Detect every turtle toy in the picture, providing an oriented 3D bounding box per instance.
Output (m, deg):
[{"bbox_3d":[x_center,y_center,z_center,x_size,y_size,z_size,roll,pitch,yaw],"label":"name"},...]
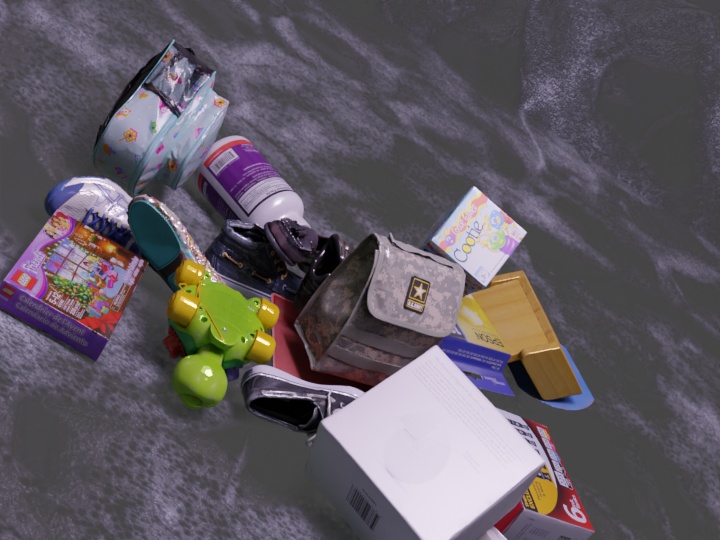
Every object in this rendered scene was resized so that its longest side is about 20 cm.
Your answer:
[{"bbox_3d":[-0.184,0.086,1.327,0.144,0.102,0.201,29,26,-16],"label":"turtle toy"}]

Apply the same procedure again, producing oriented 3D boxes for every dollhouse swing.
[{"bbox_3d":[0.247,0.132,1.849,0.183,0.174,0.201,56,10,-39],"label":"dollhouse swing"}]

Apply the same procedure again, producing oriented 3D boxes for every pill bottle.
[{"bbox_3d":[-0.165,-0.109,1.688,0.200,0.113,0.112,48,27,23],"label":"pill bottle"}]

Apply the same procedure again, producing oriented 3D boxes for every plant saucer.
[{"bbox_3d":[-0.046,0.137,1.501,0.198,0.037,0.201,27,25,-21],"label":"plant saucer"}]

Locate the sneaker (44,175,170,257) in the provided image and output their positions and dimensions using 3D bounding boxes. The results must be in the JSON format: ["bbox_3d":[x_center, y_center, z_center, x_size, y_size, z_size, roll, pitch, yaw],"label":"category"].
[{"bbox_3d":[-0.321,-0.063,1.443,0.198,0.076,0.089,14,33,-39],"label":"sneaker"}]

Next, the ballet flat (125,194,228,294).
[{"bbox_3d":[-0.238,-0.016,1.429,0.202,0.075,0.064,59,20,-15],"label":"ballet flat"}]

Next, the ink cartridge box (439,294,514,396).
[{"bbox_3d":[0.148,0.094,1.674,0.196,0.047,0.201,18,29,-48],"label":"ink cartridge box"}]

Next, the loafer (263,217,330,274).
[{"bbox_3d":[-0.084,-0.044,1.568,0.073,0.062,0.200,60,6,15],"label":"loafer"}]

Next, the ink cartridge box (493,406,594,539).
[{"bbox_3d":[0.205,0.291,1.504,0.174,0.084,0.201,22,28,-28],"label":"ink cartridge box"}]

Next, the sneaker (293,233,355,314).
[{"bbox_3d":[0.000,0.000,1.562,0.197,0.115,0.076,-12,49,-36],"label":"sneaker"}]

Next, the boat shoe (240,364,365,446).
[{"bbox_3d":[-0.056,0.178,1.364,0.197,0.074,0.068,26,22,-23],"label":"boat shoe"}]

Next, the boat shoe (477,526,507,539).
[{"bbox_3d":[0.157,0.350,1.362,0.199,0.072,0.069,36,-5,23],"label":"boat shoe"}]

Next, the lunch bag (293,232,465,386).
[{"bbox_3d":[0.035,0.053,1.474,0.162,0.201,0.118,19,28,-35],"label":"lunch bag"}]

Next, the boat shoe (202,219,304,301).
[{"bbox_3d":[-0.132,-0.005,1.573,0.198,0.091,0.071,19,29,-35],"label":"boat shoe"}]

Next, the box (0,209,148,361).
[{"bbox_3d":[-0.345,0.013,1.316,0.136,0.039,0.201,31,25,-12],"label":"box"}]

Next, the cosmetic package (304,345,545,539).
[{"bbox_3d":[0.074,0.234,1.298,0.199,0.124,0.200,-29,64,-32],"label":"cosmetic package"}]

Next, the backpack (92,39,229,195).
[{"bbox_3d":[-0.294,-0.205,1.586,0.153,0.176,0.200,43,63,-3],"label":"backpack"}]

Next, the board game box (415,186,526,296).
[{"bbox_3d":[0.152,-0.034,1.606,0.103,0.105,0.200,40,-11,-1],"label":"board game box"}]

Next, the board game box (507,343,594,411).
[{"bbox_3d":[0.312,0.183,1.895,0.156,0.039,0.201,10,35,-25],"label":"board game box"}]
